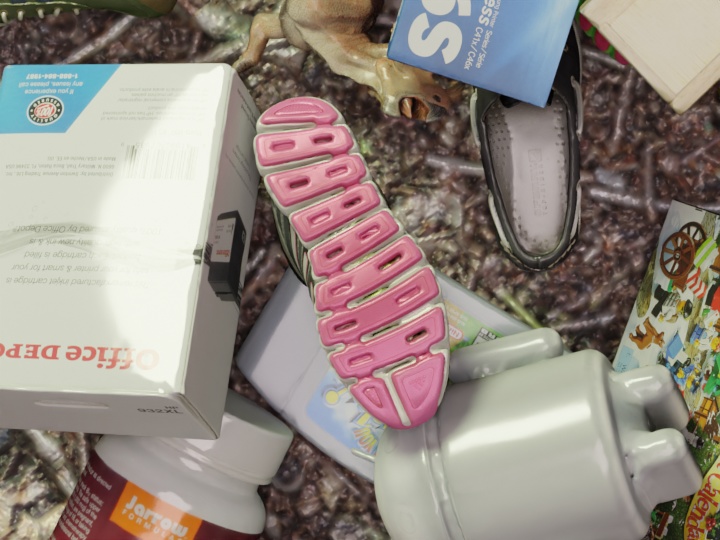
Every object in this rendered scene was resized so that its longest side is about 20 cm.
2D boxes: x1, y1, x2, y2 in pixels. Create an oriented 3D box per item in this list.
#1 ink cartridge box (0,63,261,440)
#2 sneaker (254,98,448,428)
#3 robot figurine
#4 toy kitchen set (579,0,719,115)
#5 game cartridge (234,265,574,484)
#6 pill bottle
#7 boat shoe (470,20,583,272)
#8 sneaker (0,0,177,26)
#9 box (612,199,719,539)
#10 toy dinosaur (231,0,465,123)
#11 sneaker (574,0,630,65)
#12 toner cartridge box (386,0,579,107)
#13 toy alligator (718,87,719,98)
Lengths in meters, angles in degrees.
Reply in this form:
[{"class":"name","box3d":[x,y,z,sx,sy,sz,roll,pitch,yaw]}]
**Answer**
[{"class":"ink cartridge box","box3d":[-0.143,-0.011,1.232,0.144,0.084,0.201,2,68,15]},{"class":"sneaker","box3d":[0.000,0.000,1.236,0.073,0.087,0.201,-25,73,0]},{"class":"robot figurine","box3d":[0.093,0.114,1.238,0.199,0.113,0.171,-15,56,13]},{"class":"toy kitchen set","box3d":[0.186,-0.220,1.221,0.163,0.200,0.180,45,101,-4]},{"class":"game cartridge","box3d":[0.030,0.066,1.317,0.199,0.040,0.134,31,97,-2]},{"class":"pill bottle","box3d":[-0.126,0.165,1.282,0.114,0.114,0.201,27,94,-2]},{"class":"boat shoe","box3d":[0.098,-0.099,1.291,0.073,0.060,0.202,-2,93,4]},{"class":"sneaker","box3d":[-0.211,-0.176,1.287,0.199,0.067,0.090,24,101,-2]},{"class":"box","box3d":[0.207,0.071,1.270,0.038,0.136,0.201,16,94,-38]},{"class":"toy dinosaur","box3d":[-0.008,-0.177,1.280,0.134,0.086,0.202,0,81,-8]},{"class":"sneaker","box3d":[0.138,-0.207,1.285,0.077,0.084,0.201,-36,77,35]},{"class":"toner cartridge box","box3d":[0.087,-0.200,1.188,0.094,0.043,0.201,16,99,-3]},{"class":"toy alligator","box3d":[0.246,-0.110,1.292,0.059,0.054,0.202,-14,92,9]}]
